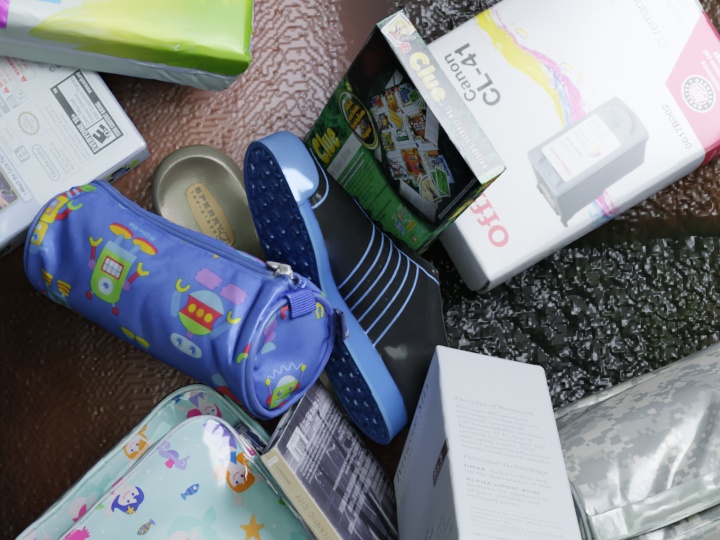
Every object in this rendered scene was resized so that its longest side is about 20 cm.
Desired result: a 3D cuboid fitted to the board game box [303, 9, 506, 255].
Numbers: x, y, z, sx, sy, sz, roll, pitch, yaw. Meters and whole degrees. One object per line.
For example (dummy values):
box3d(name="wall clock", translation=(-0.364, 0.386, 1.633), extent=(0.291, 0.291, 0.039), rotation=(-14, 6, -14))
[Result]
box3d(name="board game box", translation=(0.021, -0.068, 1.139), extent=(0.023, 0.200, 0.105), rotation=(-34, 86, -19))

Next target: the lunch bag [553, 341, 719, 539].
box3d(name="lunch bag", translation=(0.197, 0.120, 1.138), extent=(0.199, 0.168, 0.140), rotation=(-21, 84, -3))

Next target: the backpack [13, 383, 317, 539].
box3d(name="backpack", translation=(-0.085, 0.183, 1.141), extent=(0.177, 0.151, 0.200), rotation=(-42, 91, -6))

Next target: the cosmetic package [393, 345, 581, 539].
box3d(name="cosmetic package", translation=(0.066, 0.136, 1.075), extent=(0.074, 0.200, 0.102), rotation=(11, 115, -9))

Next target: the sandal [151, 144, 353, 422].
box3d(name="sandal", translation=(-0.062, 0.011, 1.199), extent=(0.080, 0.054, 0.201), rotation=(-33, 90, -4))

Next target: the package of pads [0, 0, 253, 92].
box3d(name="package of pads", translation=(-0.159, -0.202, 1.185), extent=(0.199, 0.068, 0.156), rotation=(9, 72, -15))

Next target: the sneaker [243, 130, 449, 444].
box3d(name="sneaker", translation=(0.000, 0.000, 1.163), extent=(0.078, 0.070, 0.201), rotation=(-32, 110, -26))

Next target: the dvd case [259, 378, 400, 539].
box3d(name="dvd case", translation=(0.016, 0.162, 1.125), extent=(0.016, 0.149, 0.201), rotation=(-34, 96, 12))

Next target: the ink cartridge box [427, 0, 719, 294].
box3d(name="ink cartridge box", translation=(0.122, -0.098, 1.202), extent=(0.199, 0.086, 0.148), rotation=(-31, 86, -6))

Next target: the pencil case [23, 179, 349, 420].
box3d(name="pencil case", translation=(-0.105, 0.012, 1.145), extent=(0.199, 0.078, 0.087), rotation=(25, 107, 32))

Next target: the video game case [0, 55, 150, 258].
box3d(name="video game case", translation=(-0.259, -0.103, 1.213), extent=(0.181, 0.045, 0.201), rotation=(-34, 86, -6))
